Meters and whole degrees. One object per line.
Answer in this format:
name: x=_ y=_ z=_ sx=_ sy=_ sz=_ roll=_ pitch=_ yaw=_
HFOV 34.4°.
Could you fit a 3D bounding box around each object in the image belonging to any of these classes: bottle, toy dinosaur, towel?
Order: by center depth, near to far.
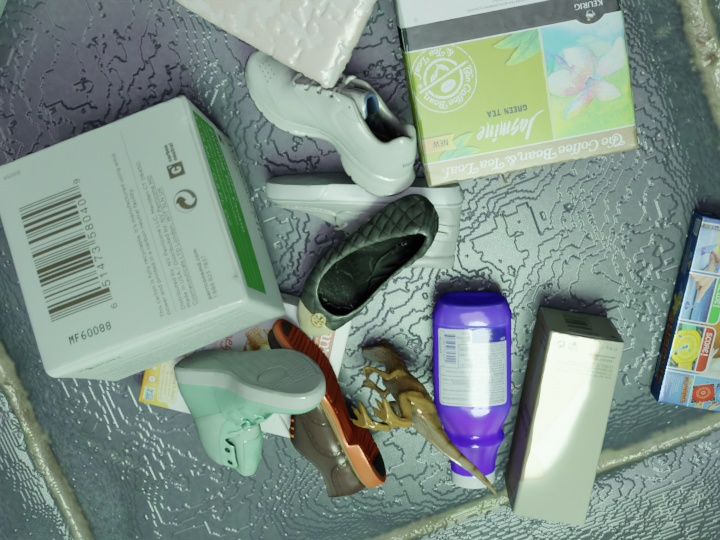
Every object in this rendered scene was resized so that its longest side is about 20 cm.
towel: x=-0.063 y=-0.291 z=1.024 sx=0.190 sy=0.032 sz=0.201 roll=29 pitch=115 yaw=0
toy dinosaur: x=0.055 y=0.141 z=1.158 sx=0.201 sy=0.106 sz=0.061 roll=55 pitch=136 yaw=27
bottle: x=0.117 y=0.124 z=1.207 sx=0.083 sy=0.065 sz=0.202 roll=-1 pitch=104 yaw=6

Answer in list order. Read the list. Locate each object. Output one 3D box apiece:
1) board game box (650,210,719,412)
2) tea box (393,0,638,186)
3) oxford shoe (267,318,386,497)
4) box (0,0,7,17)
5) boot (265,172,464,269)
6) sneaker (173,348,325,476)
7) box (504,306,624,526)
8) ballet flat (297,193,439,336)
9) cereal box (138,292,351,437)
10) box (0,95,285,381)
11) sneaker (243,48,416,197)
board game box: x=0.390 y=0.049 z=1.203 sx=0.134 sy=0.034 sz=0.202 roll=10 pitch=104 yaw=-3
tea box: x=0.140 y=-0.200 z=1.091 sx=0.198 sy=0.134 sz=0.199 roll=-11 pitch=105 yaw=3
oxford shoe: x=-0.050 y=0.144 z=1.173 sx=0.072 sy=0.071 sz=0.201 roll=-26 pitch=101 yaw=15
box: x=-0.382 y=-0.244 z=1.091 sx=0.060 sy=0.117 sz=0.201 roll=24 pitch=102 yaw=-6
boot: x=0.002 y=-0.044 z=1.163 sx=0.198 sy=0.074 sz=0.097 roll=4 pitch=105 yaw=2
sneaker: x=-0.094 y=0.143 z=1.131 sx=0.199 sy=0.074 sz=0.119 roll=2 pitch=114 yaw=46
box: x=0.208 y=0.149 z=1.200 sx=0.077 sy=0.095 sz=0.202 roll=9 pitch=103 yaw=-1
ballet flat: x=0.000 y=0.000 z=1.125 sx=0.066 sy=0.057 sz=0.200 roll=36 pitch=122 yaw=-14
cereal box: x=-0.119 y=0.089 z=1.212 sx=0.198 sy=0.040 sz=0.145 roll=13 pitch=104 yaw=-3
box: x=-0.202 y=-0.022 z=1.089 sx=0.198 sy=0.171 sz=0.201 roll=-20 pitch=81 yaw=5
sneaker: x=-0.023 y=-0.158 z=1.107 sx=0.199 sy=0.087 sz=0.075 roll=34 pitch=57 yaw=7
